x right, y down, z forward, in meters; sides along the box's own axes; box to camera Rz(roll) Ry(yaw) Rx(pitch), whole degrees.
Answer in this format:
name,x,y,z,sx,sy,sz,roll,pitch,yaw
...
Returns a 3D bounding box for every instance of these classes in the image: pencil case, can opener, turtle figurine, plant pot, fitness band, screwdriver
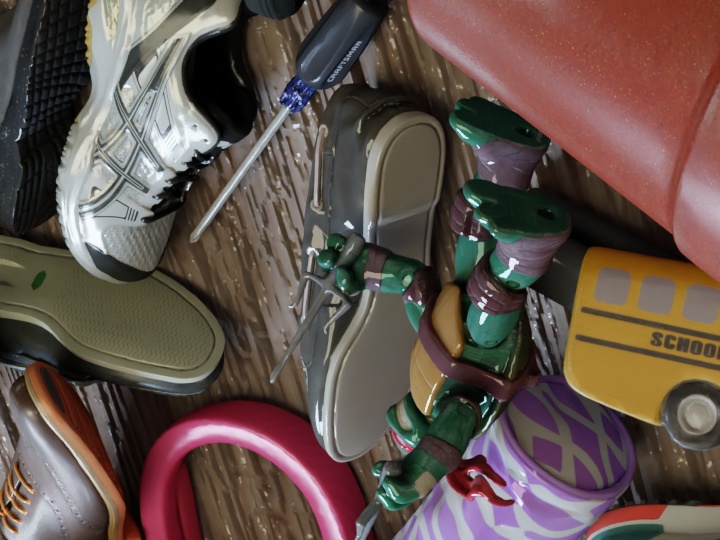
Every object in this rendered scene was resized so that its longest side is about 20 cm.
name,x,y,z,sx,sy,sz,roll,pitch,yaw
pencil case,0.058,0.134,1.021,0.085,0.084,0.200,45,126,13
can opener,0.148,0.031,0.937,0.199,0.053,0.067,32,128,15
turtle figurine,0.035,0.030,0.921,0.150,0.100,0.201,60,138,42
plant pot,0.137,-0.109,0.793,0.195,0.200,0.202,35,129,22
fitness band,-0.056,0.167,1.153,0.143,0.037,0.201,3,117,31
screwdriver,-0.045,-0.073,1.021,0.028,0.029,0.200,44,126,5

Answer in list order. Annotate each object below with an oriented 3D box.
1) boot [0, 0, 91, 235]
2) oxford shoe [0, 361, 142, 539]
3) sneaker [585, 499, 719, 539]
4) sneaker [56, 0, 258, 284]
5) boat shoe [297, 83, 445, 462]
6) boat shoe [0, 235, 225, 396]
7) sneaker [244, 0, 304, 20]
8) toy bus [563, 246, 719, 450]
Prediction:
name,x,y,z,sx,sy,sz,roll,pitch,yaw
boot,-0.208,-0.126,1.079,0.131,0.070,0.201,35,124,19
oxford shoe,-0.173,0.127,1.131,0.201,0.073,0.071,78,166,-51
sneaker,0.185,0.154,0.940,0.199,0.094,0.070,-15,133,39
sneaker,-0.100,-0.069,1.030,0.087,0.076,0.201,24,126,20
boat shoe,0.000,0.000,1.017,0.057,0.067,0.201,36,127,41
boat shoe,-0.160,0.032,1.137,0.199,0.072,0.068,14,141,24
sneaker,0.011,-0.178,0.907,0.104,0.060,0.200,21,138,5
toy bus,0.191,0.046,0.859,0.199,0.065,0.079,11,90,18
